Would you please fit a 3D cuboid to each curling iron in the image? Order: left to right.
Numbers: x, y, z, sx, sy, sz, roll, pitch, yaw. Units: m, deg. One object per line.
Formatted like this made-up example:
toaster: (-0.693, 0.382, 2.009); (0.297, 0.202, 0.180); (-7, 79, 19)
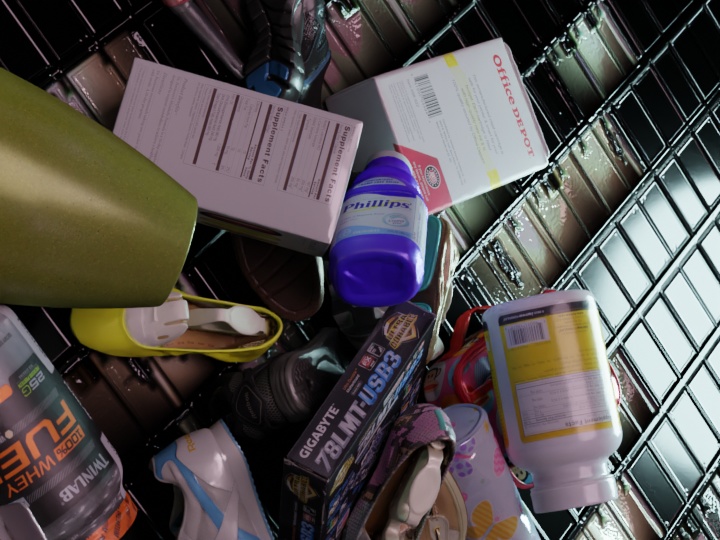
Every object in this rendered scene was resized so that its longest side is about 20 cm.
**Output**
curling iron: (-0.166, -0.260, 1.536); (0.200, 0.026, 0.050); (53, 55, -17)

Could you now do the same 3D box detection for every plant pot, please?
plant pot: (-0.236, -0.045, 1.284); (0.200, 0.187, 0.187); (20, 65, -17)

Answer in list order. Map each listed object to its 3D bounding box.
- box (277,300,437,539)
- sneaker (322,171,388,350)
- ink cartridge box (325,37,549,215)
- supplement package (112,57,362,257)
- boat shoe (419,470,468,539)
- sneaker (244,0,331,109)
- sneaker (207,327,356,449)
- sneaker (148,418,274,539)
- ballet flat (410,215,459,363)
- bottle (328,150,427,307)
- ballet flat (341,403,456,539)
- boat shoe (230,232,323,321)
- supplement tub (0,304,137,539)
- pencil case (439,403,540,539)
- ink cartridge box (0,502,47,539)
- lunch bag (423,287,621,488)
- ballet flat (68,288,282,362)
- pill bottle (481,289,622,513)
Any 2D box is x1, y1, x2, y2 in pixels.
box: (-0.006, 0.153, 1.458); (0.050, 0.199, 0.200); (25, 55, 14)
sneaker: (0.000, 0.000, 1.582); (0.089, 0.074, 0.200); (63, 18, -54)
ink cartridge box: (0.081, -0.139, 1.671); (0.200, 0.083, 0.145); (-22, 93, -41)
supplement package: (-0.110, -0.094, 1.413); (0.200, 0.114, 0.110); (16, 84, -2)
boat shoe: (0.056, 0.241, 1.526); (0.066, 0.074, 0.200); (-36, 126, -29)
sneaker: (-0.067, -0.237, 1.598); (0.082, 0.073, 0.200); (33, 59, -54)
sneaker: (-0.069, 0.106, 1.497); (0.199, 0.114, 0.076); (-23, 94, -69)
sneaker: (-0.118, 0.231, 1.423); (0.081, 0.077, 0.200); (-22, 103, -10)
ballet flat: (0.059, 0.042, 1.629); (0.072, 0.068, 0.200); (48, 47, -43)
bottle: (0.019, -0.043, 1.484); (0.200, 0.083, 0.065); (-81, 167, -58)
ballet flat: (0.033, 0.213, 1.444); (0.069, 0.071, 0.200); (16, 108, -18)
boat shoe: (-0.087, -0.050, 1.511); (0.075, 0.075, 0.203); (-19, 84, -84)
supplement tub: (-0.268, 0.137, 1.283); (0.123, 0.122, 0.200); (-45, 107, -38)
pencil case: (0.117, 0.225, 1.582); (0.083, 0.091, 0.200); (-24, 111, 2)
ink cartridge box: (-0.285, 0.238, 1.190); (0.067, 0.200, 0.116); (-36, 101, -39)
lunch bag: (0.159, 0.112, 1.677); (0.200, 0.082, 0.176); (-35, 97, -38)
ballet flat: (-0.153, 0.043, 1.439); (0.200, 0.067, 0.067); (9, 73, -38)
pill bottle: (0.186, 0.125, 1.569); (0.112, 0.112, 0.200); (-4, 81, -40)
